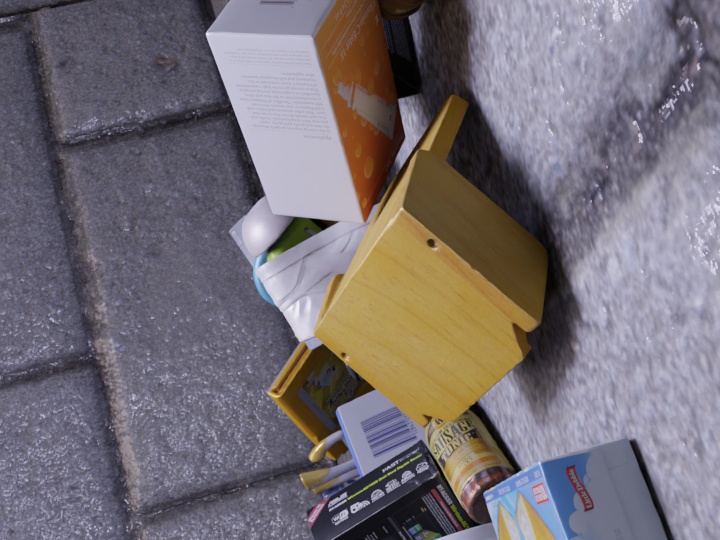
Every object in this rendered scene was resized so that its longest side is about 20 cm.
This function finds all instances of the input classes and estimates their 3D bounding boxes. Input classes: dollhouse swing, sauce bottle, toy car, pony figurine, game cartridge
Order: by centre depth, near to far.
[{"bbox_3d":[0.076,-0.012,0.771,0.182,0.176,0.200,40,141,5],"label":"dollhouse swing"},{"bbox_3d":[0.102,0.178,0.960,0.200,0.066,0.066,-126,24,-57],"label":"sauce bottle"},{"bbox_3d":[-0.060,-0.034,1.113,0.175,0.200,0.150,40,142,-16],"label":"toy car"},{"bbox_3d":[0.027,0.284,1.322,0.167,0.200,0.193,52,171,53],"label":"pony figurine"},{"bbox_3d":[-0.033,0.161,1.332,0.032,0.176,0.200,15,152,40],"label":"game cartridge"}]

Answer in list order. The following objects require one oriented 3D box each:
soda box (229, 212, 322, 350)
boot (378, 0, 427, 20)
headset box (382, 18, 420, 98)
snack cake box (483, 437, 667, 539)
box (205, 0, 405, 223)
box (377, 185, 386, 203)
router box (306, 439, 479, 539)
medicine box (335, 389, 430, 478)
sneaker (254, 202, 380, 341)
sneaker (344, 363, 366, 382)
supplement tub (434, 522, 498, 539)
[{"bbox_3d":[-0.087,0.003,1.231,0.200,0.068,0.063,55,144,-1],"label":"soda box"},{"bbox_3d":[0.033,-0.290,0.712,0.175,0.066,0.200,65,173,-9],"label":"boot"},{"bbox_3d":[-0.009,-0.247,0.974,0.200,0.077,0.149,-147,44,-78],"label":"headset box"},{"bbox_3d":[0.157,0.201,0.674,0.200,0.067,0.115,101,155,-70],"label":"snack cake box"},{"bbox_3d":[-0.038,-0.156,0.797,0.200,0.097,0.124,74,-148,-47],"label":"box"},{"bbox_3d":[-0.010,-0.155,1.257,0.200,0.036,0.145,-138,34,-76],"label":"box"},{"bbox_3d":[0.054,0.300,0.998,0.200,0.150,0.062,58,-179,-30],"label":"router box"},{"bbox_3d":[0.065,0.272,1.132,0.182,0.103,0.200,-120,8,-61],"label":"medicine box"},{"bbox_3d":[0.000,0.000,0.993,0.116,0.200,0.074,60,176,1],"label":"sneaker"},{"bbox_3d":[0.020,0.078,1.180,0.071,0.099,0.200,-71,-22,-52],"label":"sneaker"},{"bbox_3d":[0.123,0.351,0.862,0.145,0.145,0.200,97,157,-67],"label":"supplement tub"}]
